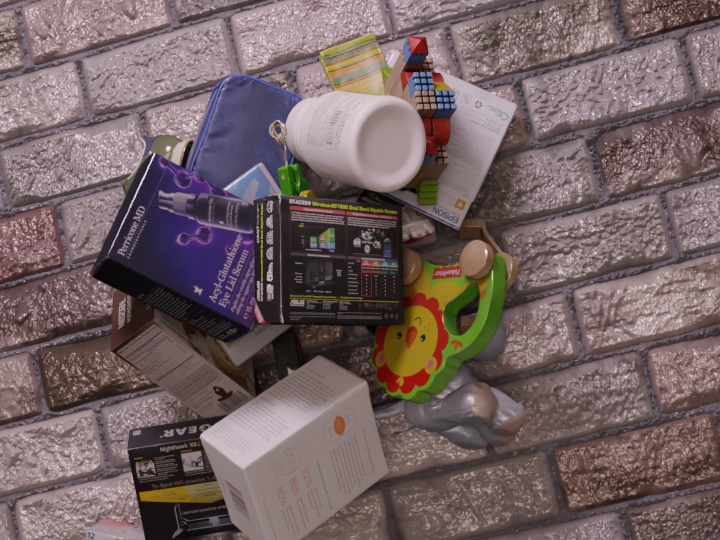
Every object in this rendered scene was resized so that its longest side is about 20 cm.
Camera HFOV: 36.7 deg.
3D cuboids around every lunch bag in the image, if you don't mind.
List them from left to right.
[{"bbox_3d":[-0.163,-0.162,1.500,0.134,0.132,0.203,22,90,-14],"label":"lunch bag"}]

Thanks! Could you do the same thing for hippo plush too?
[{"bbox_3d":[0.134,0.142,1.455,0.197,0.159,0.163,-9,61,33],"label":"hippo plush"}]

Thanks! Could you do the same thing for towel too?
[{"bbox_3d":[0.017,-0.226,1.482,0.085,0.018,0.202,-23,76,-4],"label":"towel"}]

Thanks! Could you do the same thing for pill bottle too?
[{"bbox_3d":[-0.014,-0.168,1.375,0.113,0.199,0.116,-7,105,-30],"label":"pill bottle"}]

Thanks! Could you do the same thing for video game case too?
[{"bbox_3d":[-0.148,-0.008,1.431,0.181,0.022,0.201,-36,102,-12],"label":"video game case"}]

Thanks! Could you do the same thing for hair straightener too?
[{"bbox_3d":[-0.108,0.074,1.504,0.040,0.077,0.204,-9,85,8],"label":"hair straightener"}]

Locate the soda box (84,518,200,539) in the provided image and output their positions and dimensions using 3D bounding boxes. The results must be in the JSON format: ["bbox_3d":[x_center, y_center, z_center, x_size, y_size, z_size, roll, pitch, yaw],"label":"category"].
[{"bbox_3d":[-0.284,0.402,1.506,0.196,0.068,0.065,10,93,8],"label":"soda box"}]

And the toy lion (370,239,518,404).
[{"bbox_3d":[0.095,0.070,1.364,0.198,0.068,0.195,-7,67,48],"label":"toy lion"}]

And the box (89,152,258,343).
[{"bbox_3d":[-0.207,-0.024,1.329,0.198,0.104,0.150,27,68,-18],"label":"box"}]

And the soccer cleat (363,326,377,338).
[{"bbox_3d":[0.000,0.000,1.437,0.067,0.081,0.202,-20,124,3],"label":"soccer cleat"}]

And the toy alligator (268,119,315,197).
[{"bbox_3d":[-0.083,-0.094,1.412,0.058,0.054,0.204,-6,92,29],"label":"toy alligator"}]

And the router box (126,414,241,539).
[{"bbox_3d":[-0.204,0.280,1.464,0.196,0.052,0.160,-7,114,-5],"label":"router box"}]

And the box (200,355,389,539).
[{"bbox_3d":[-0.080,0.234,1.384,0.199,0.106,0.154,-31,124,-28],"label":"box"}]

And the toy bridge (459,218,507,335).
[{"bbox_3d":[0.164,0.010,1.440,0.066,0.027,0.202,0,47,4],"label":"toy bridge"}]

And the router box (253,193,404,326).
[{"bbox_3d":[-0.037,-0.009,1.329,0.062,0.198,0.153,-6,83,50],"label":"router box"}]

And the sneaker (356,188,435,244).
[{"bbox_3d":[0.001,-0.070,1.504,0.196,0.074,0.089,-12,85,1],"label":"sneaker"}]

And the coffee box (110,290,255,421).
[{"bbox_3d":[-0.233,0.099,1.442,0.079,0.200,0.115,-33,38,17],"label":"coffee box"}]

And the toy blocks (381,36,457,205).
[{"bbox_3d":[0.079,-0.204,1.401,0.098,0.137,0.203,-2,71,-15],"label":"toy blocks"}]

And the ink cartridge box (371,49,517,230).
[{"bbox_3d":[0.089,-0.178,1.497,0.194,0.043,0.202,26,79,7],"label":"ink cartridge box"}]

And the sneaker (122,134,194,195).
[{"bbox_3d":[-0.302,-0.098,1.551,0.089,0.067,0.203,17,89,18],"label":"sneaker"}]
